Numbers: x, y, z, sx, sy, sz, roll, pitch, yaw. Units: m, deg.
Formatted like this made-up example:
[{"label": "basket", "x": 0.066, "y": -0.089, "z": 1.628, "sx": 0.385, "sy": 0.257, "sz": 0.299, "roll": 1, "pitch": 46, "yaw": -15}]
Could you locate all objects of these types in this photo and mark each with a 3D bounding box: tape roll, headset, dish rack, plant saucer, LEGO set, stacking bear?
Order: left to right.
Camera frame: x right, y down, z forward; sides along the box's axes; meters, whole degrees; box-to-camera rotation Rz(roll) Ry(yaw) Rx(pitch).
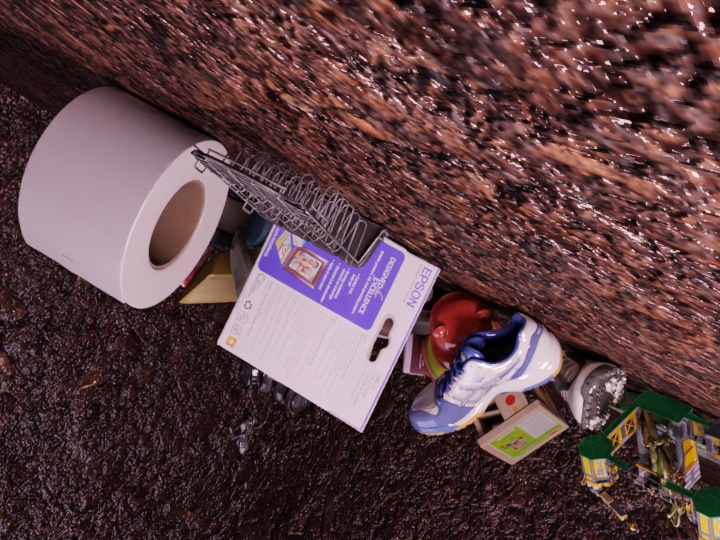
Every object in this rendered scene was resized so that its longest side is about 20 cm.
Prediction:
[{"label": "tape roll", "x": -0.254, "y": -0.080, "z": 0.839, "sx": 0.137, "sy": 0.206, "sz": 0.203, "roll": 28, "pitch": 177, "yaw": 10}, {"label": "plant saucer", "x": -0.175, "y": 0.007, "z": 1.209, "sx": 0.196, "sy": 0.050, "sz": 0.199, "roll": -1, "pitch": 166, "yaw": -28}, {"label": "headset", "x": -0.116, "y": 0.157, "z": 1.036, "sx": 0.121, "sy": 0.096, "sz": 0.201, "roll": 23, "pitch": -149, "yaw": 6}, {"label": "dish rack", "x": -0.067, "y": -0.069, "z": 0.721, "sx": 0.151, "sy": 0.055, "sz": 0.200, "roll": 26, "pitch": 174, "yaw": 21}, {"label": "plant saucer", "x": 0.088, "y": 0.071, "z": 1.158, "sx": 0.195, "sy": 0.038, "sz": 0.201, "roll": 8, "pitch": 163, "yaw": 2}, {"label": "stacking bear", "x": 0.132, "y": 0.092, "z": 0.968, "sx": 0.119, "sy": 0.116, "sz": 0.201, "roll": -15, "pitch": 155, "yaw": 5}, {"label": "LEGO set", "x": 0.331, "y": 0.226, "z": 0.784, "sx": 0.197, "sy": 0.153, "sz": 0.118, "roll": 11, "pitch": 129, "yaw": 45}]

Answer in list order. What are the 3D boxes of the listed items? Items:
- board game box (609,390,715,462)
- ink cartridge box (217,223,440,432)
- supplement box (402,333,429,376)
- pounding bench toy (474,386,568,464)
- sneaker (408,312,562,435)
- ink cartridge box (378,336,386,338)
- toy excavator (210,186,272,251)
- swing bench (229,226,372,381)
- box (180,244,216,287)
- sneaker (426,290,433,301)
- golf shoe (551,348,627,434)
[{"label": "board game box", "x": 0.404, "y": 0.200, "z": 0.949, "sx": 0.133, "sy": 0.030, "sz": 0.200, "roll": 30, "pitch": 177, "yaw": -1}, {"label": "ink cartridge box", "x": -0.036, "y": 0.042, "z": 0.848, "sx": 0.197, "sy": 0.201, "sz": 0.043, "roll": 28, "pitch": -176, "yaw": 14}, {"label": "supplement box", "x": 0.168, "y": 0.137, "z": 1.142, "sx": 0.195, "sy": 0.063, "sz": 0.109, "roll": 4, "pitch": 172, "yaw": 11}, {"label": "pounding bench toy", "x": 0.281, "y": 0.200, "z": 1.304, "sx": 0.124, "sy": 0.199, "sz": 0.158, "roll": 34, "pitch": -155, "yaw": -44}, {"label": "sneaker", "x": 0.125, "y": 0.111, "z": 0.854, "sx": 0.088, "sy": 0.198, "sz": 0.076, "roll": 43, "pitch": -157, "yaw": -33}, {"label": "ink cartridge box", "x": 0.066, "y": 0.079, "z": 1.338, "sx": 0.197, "sy": 0.044, "sz": 0.195, "roll": -14, "pitch": 160, "yaw": 36}, {"label": "toy excavator", "x": -0.175, "y": -0.083, "z": 1.178, "sx": 0.198, "sy": 0.102, "sz": 0.193, "roll": 20, "pitch": -175, "yaw": -43}, {"label": "swing bench", "x": -0.079, "y": 0.050, "z": 1.027, "sx": 0.195, "sy": 0.132, "sz": 0.200, "roll": 8, "pitch": -156, "yaw": -20}, {"label": "box", "x": -0.276, "y": -0.075, "z": 1.258, "sx": 0.099, "sy": 0.096, "sz": 0.201, "roll": 39, "pitch": -157, "yaw": -12}, {"label": "sneaker", "x": 0.000, "y": 0.000, "z": 0.940, "sx": 0.197, "sy": 0.082, "sz": 0.076, "roll": 29, "pitch": 175, "yaw": -16}, {"label": "golf shoe", "x": 0.252, "y": 0.133, "z": 0.868, "sx": 0.088, "sy": 0.078, "sz": 0.200, "roll": 37, "pitch": 178, "yaw": 22}]
